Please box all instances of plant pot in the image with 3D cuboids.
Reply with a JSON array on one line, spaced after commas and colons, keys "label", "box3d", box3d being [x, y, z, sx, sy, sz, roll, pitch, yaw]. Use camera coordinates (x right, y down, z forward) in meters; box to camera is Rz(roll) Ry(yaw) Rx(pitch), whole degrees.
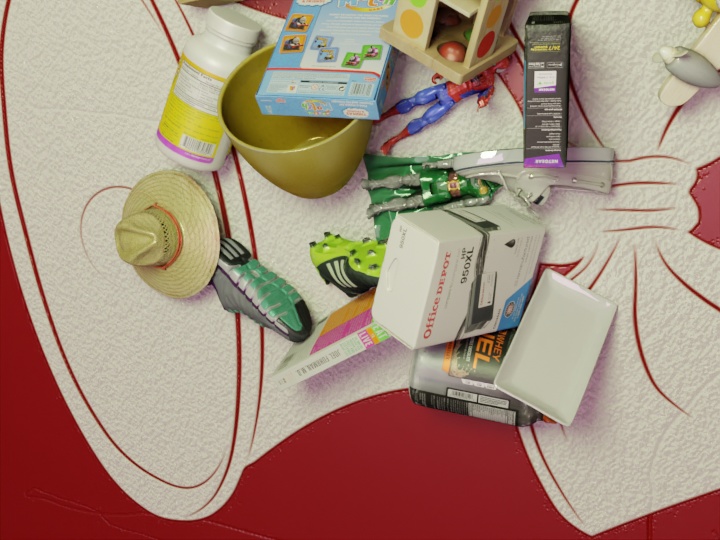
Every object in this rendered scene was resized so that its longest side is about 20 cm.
[{"label": "plant pot", "box3d": [-0.069, -0.177, 1.151, 0.197, 0.202, 0.143, 7, 146, 16]}]

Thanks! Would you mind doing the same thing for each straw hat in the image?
[{"label": "straw hat", "box3d": [-0.302, -0.045, 1.286, 0.199, 0.085, 0.204, 6, 102, 33]}]

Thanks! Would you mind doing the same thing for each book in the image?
[{"label": "book", "box3d": [-0.021, 0.086, 1.240, 0.198, 0.134, 0.048, -28, 103, 25]}]

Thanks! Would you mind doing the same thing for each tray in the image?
[{"label": "tray", "box3d": [0.247, 0.096, 1.139, 0.106, 0.201, 0.022, 28, 147, 6]}]

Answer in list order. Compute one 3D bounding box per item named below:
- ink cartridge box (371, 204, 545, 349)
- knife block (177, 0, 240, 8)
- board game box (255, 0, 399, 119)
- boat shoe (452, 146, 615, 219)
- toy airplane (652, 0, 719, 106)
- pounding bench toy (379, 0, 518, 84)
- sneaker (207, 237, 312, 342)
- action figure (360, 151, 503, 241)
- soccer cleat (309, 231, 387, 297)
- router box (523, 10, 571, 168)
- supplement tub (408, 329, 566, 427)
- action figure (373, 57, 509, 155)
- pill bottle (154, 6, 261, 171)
[{"label": "ink cartridge box", "box3d": [0.124, 0.004, 1.124, 0.084, 0.198, 0.147, 33, 121, 42]}, {"label": "knife block", "box3d": [-0.120, -0.376, 1.135, 0.176, 0.064, 0.201, 44, 116, 15]}, {"label": "board game box", "box3d": [-0.028, -0.272, 1.097, 0.149, 0.202, 0.037, 5, 148, 16]}, {"label": "boat shoe", "box3d": [0.213, -0.106, 1.108, 0.199, 0.075, 0.088, -1, 94, -5]}, {"label": "toy airplane", "box3d": [0.409, -0.288, 0.966, 0.196, 0.141, 0.203, -5, 106, 19]}, {"label": "pounding bench toy", "box3d": [0.136, -0.328, 1.045, 0.124, 0.199, 0.157, 36, 139, 22]}, {"label": "sneaker", "box3d": [-0.152, 0.045, 1.307, 0.200, 0.074, 0.088, 45, 128, 18]}, {"label": "action figure", "box3d": [0.101, -0.110, 1.181, 0.197, 0.055, 0.120, -9, 102, 16]}, {"label": "soccer cleat", "box3d": [0.000, 0.000, 1.204, 0.199, 0.067, 0.082, 18, 135, 56]}, {"label": "router box", "box3d": [0.212, -0.211, 1.024, 0.050, 0.200, 0.152, 1, 109, 12]}, {"label": "supplement tub", "box3d": [0.171, 0.137, 1.201, 0.197, 0.123, 0.124, 9, 111, 14]}, {"label": "action figure", "box3d": [0.096, -0.210, 1.125, 0.198, 0.099, 0.066, -28, 99, 22]}, {"label": "pill bottle", "box3d": [-0.199, -0.242, 1.204, 0.103, 0.104, 0.202, 28, 114, 7]}]
